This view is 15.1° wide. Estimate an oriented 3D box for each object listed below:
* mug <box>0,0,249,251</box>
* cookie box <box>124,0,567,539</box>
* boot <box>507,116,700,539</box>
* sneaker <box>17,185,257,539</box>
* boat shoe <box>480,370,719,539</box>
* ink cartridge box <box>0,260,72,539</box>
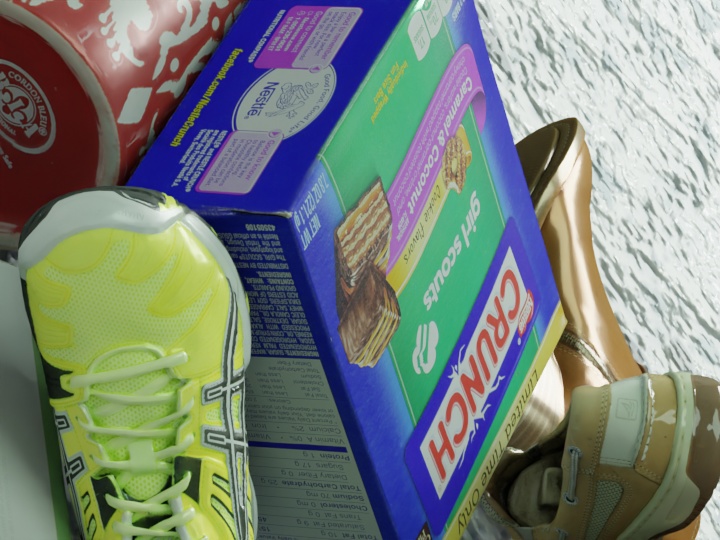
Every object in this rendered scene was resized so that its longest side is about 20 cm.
[{"bbox_3d":[-0.080,-0.092,1.042,0.177,0.134,0.200,32,38,3],"label":"mug"},{"bbox_3d":[0.000,0.000,1.032,0.171,0.075,0.200,-61,145,-41],"label":"cookie box"},{"bbox_3d":[0.108,0.038,1.255,0.155,0.077,0.200,41,38,-24],"label":"boot"},{"bbox_3d":[-0.066,0.058,0.917,0.077,0.075,0.200,-102,179,-51],"label":"sneaker"},{"bbox_3d":[0.085,0.092,1.109,0.076,0.200,0.072,8,57,-8],"label":"boat shoe"},{"bbox_3d":[-0.182,0.043,0.876,0.200,0.048,0.146,21,48,-43],"label":"ink cartridge box"}]
